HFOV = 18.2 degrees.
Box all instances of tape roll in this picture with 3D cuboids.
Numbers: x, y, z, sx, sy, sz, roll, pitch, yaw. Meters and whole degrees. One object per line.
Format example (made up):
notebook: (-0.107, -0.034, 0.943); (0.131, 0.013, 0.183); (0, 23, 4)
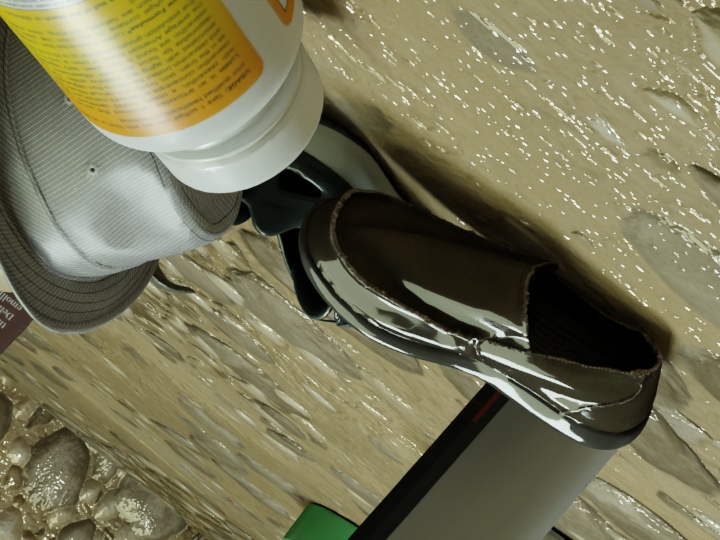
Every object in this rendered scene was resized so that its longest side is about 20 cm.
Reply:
tape roll: (0.012, 0.320, 2.319); (0.200, 0.048, 0.200); (35, 166, 10)

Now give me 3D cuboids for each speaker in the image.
speaker: (0.061, 0.128, 1.208); (0.081, 0.200, 0.081); (40, 166, 12)

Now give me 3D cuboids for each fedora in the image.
fedora: (-0.113, -0.072, 1.100); (0.090, 0.177, 0.201); (-6, 102, 31)

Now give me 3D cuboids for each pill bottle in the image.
pill bottle: (-0.091, -0.120, 0.947); (0.111, 0.111, 0.200); (27, 163, 36)

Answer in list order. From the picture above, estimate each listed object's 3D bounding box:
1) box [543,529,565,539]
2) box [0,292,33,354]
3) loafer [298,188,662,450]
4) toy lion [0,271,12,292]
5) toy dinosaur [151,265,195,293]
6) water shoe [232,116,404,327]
box: (0.095, 0.249, 1.729); (0.128, 0.109, 0.200); (33, 167, 18)
box: (-0.314, -0.019, 1.580); (0.166, 0.200, 0.164); (42, -170, -20)
loafer: (0.066, 0.011, 1.104); (0.200, 0.073, 0.071); (27, 141, -5)
toy lion: (-0.222, -0.100, 1.294); (0.191, 0.069, 0.200); (36, 134, -14)
toy dinosaur: (-0.171, -0.067, 1.467); (0.200, 0.077, 0.102); (37, -179, -21)
water shoe: (0.000, 0.000, 1.191); (0.200, 0.079, 0.071); (46, 164, -34)
